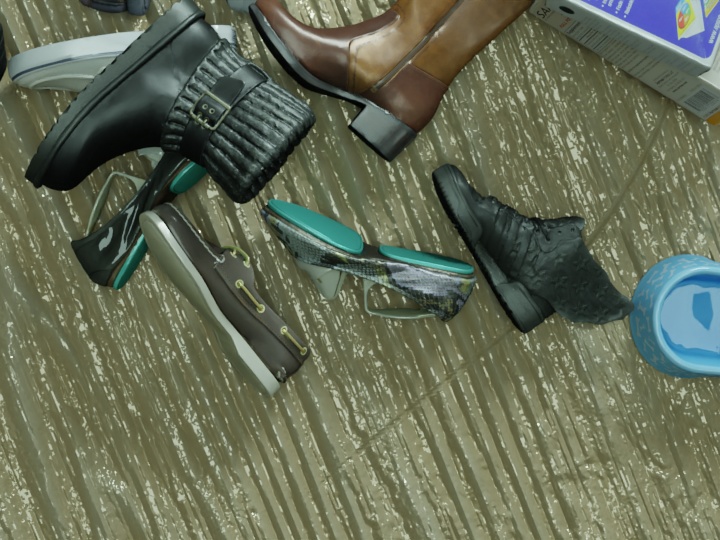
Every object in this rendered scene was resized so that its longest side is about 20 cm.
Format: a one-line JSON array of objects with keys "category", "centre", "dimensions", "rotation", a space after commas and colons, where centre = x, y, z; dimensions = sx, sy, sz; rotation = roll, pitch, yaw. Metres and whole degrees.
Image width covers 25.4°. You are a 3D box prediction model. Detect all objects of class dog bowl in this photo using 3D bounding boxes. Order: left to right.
[{"category": "dog bowl", "centre": [0.342, 0.047, 1.427], "dimensions": [0.197, 0.050, 0.113], "rotation": [6, 92, -3]}]

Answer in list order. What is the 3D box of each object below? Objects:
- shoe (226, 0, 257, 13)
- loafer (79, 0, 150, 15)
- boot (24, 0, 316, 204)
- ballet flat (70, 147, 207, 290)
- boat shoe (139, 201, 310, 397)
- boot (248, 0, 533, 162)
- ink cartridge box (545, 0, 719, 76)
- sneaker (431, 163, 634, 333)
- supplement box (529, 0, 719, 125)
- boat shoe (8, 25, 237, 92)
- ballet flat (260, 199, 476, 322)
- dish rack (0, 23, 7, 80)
[{"category": "shoe", "centre": [-0.101, -0.330, 1.379], "dimensions": [0.090, 0.071, 0.202], "rotation": [20, 96, 11]}, {"category": "loafer", "centre": [-0.210, -0.322, 1.370], "dimensions": [0.062, 0.072, 0.203], "rotation": [2, 95, 1]}, {"category": "boot", "centre": [-0.155, -0.103, 1.308], "dimensions": [0.211, 0.079, 0.158], "rotation": [-44, 93, -5]}, {"category": "ballet flat", "centre": [-0.180, -0.077, 1.383], "dimensions": [0.068, 0.068, 0.201], "rotation": [39, 89, 4]}, {"category": "boat shoe", "centre": [-0.115, 0.017, 1.373], "dimensions": [0.059, 0.072, 0.201], "rotation": [-41, 111, -16]}, {"category": "boot", "centre": [0.025, -0.228, 1.388], "dimensions": [0.188, 0.068, 0.200], "rotation": [40, 89, -4]}, {"category": "ink cartridge box", "centre": [0.232, -0.291, 1.332], "dimensions": [0.198, 0.043, 0.200], "rotation": [25, 77, -7]}, {"category": "sneaker", "centre": [0.152, -0.026, 1.410], "dimensions": [0.104, 0.060, 0.201], "rotation": [-31, 99, -1]}, {"category": "supplement box", "centre": [0.265, -0.235, 1.390], "dimensions": [0.199, 0.074, 0.127], "rotation": [31, 77, -4]}, {"category": "boat shoe", "centre": [-0.202, -0.165, 1.378], "dimensions": [0.197, 0.071, 0.071], "rotation": [-7, 90, -10]}, {"category": "ballet flat", "centre": [0.000, 0.000, 1.397], "dimensions": [0.198, 0.072, 0.073], "rotation": [18, 91, -3]}, {"category": "dish rack", "centre": [-0.381, -0.221, 1.324], "dimensions": [0.199, 0.153, 0.055], "rotation": [33, 76, -4]}]
